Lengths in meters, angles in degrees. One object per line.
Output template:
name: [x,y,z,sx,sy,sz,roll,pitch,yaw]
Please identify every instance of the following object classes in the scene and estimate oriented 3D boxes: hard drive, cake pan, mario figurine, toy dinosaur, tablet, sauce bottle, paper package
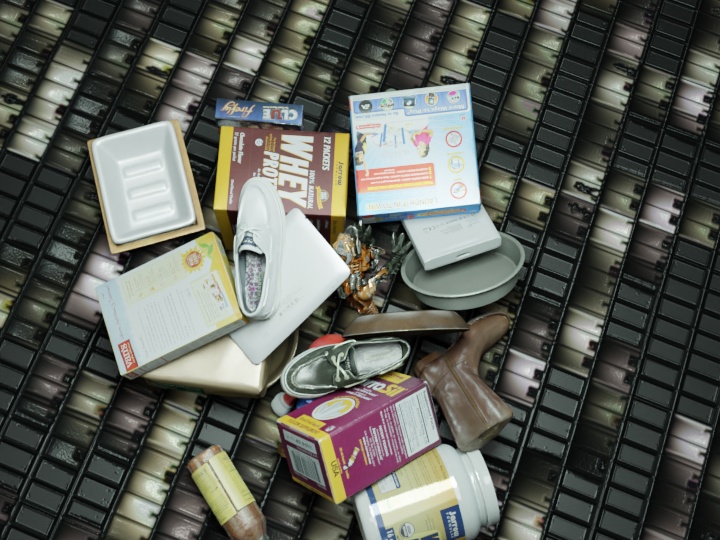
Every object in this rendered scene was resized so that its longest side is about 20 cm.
hard drive: [0.130,-0.096,1.508,0.129,0.027,0.202,-18,49,-7]
cake pan: [0.162,-0.001,1.461,0.196,0.037,0.201,-9,30,5]
mario figurine: [-0.061,0.199,1.447,0.122,0.105,0.204,22,82,-33]
toy dinosaur: [0.000,0.000,1.433,0.101,0.201,0.137,29,59,9]
tablet: [-0.123,0.023,1.346,0.200,0.014,0.130,-43,80,7]
sauce bottle: [-0.186,0.361,1.387,0.065,0.066,0.202,-30,77,-10]
paper package: [-0.228,0.090,1.416,0.196,0.104,0.195,8,73,0]

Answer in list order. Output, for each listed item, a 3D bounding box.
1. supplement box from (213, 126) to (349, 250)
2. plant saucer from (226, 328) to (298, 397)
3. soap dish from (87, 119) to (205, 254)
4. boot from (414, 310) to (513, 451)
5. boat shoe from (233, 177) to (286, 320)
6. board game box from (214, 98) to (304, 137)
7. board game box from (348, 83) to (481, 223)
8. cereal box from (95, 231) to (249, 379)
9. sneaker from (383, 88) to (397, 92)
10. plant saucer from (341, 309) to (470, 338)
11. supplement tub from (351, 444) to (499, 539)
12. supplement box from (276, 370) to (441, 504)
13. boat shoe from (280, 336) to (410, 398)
supplement box: [-0.119,-0.120,1.461,0.195,0.198,0.136,3,73,-2]
plant saucer: [-0.196,0.103,1.481,0.195,0.030,0.204,0,74,-2]
soap dish: [-0.349,-0.134,1.519,0.154,0.081,0.204,-15,74,-6]
boot: [0.190,0.166,1.398,0.185,0.065,0.200,-36,33,0]
boat shoe: [-0.151,-0.032,1.312,0.070,0.068,0.205,5,90,12]
board game box: [-0.156,-0.210,1.485,0.132,0.200,0.035,4,73,0]
board game box: [0.086,-0.186,1.476,0.195,0.056,0.200,-5,79,4]
cereal box: [-0.275,0.051,1.343,0.197,0.040,0.146,-24,70,4]
sneaker: [0.093,-0.224,1.543,0.074,0.080,0.200,-36,67,-18]
plant saucer: [0.068,0.082,1.405,0.196,0.200,0.033,-4,83,-3]
supplement tub: [0.092,0.342,1.359,0.196,0.145,0.147,-17,74,-6]
supplement box: [-0.001,0.235,1.350,0.198,0.130,0.105,-24,107,-31]
boat shoe: [-0.022,0.136,1.361,0.196,0.064,0.072,-17,84,-11]
